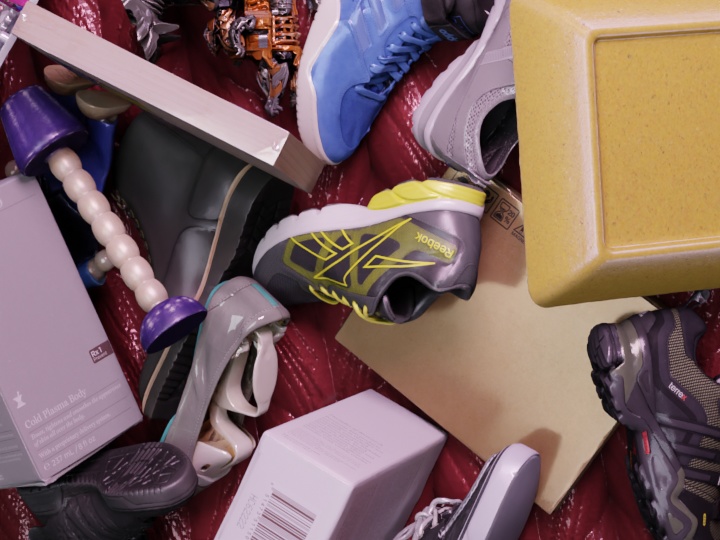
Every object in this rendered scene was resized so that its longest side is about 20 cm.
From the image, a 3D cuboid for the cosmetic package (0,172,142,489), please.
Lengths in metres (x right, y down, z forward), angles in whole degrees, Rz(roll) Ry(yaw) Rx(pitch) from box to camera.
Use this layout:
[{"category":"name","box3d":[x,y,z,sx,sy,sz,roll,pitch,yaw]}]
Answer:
[{"category":"cosmetic package","box3d":[-0.249,0.042,1.378,0.090,0.107,0.202,-10,107,46]}]

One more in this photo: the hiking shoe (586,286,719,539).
[{"category":"hiking shoe","box3d":[0.223,0.115,1.278,0.100,0.076,0.202,-21,104,-2]}]

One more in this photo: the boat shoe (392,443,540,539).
[{"category":"boat shoe","box3d":[0.061,0.194,1.346,0.068,0.073,0.201,33,122,22]}]

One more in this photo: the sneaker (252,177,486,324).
[{"category":"sneaker","box3d":[0.000,0.000,1.324,0.199,0.074,0.086,-21,62,40]}]

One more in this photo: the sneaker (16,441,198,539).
[{"category":"sneaker","box3d":[-0.175,0.183,1.398,0.198,0.060,0.105,-6,120,39]}]

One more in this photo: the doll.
[{"category":"doll","box3d":[-0.223,-0.047,1.435,0.136,0.048,0.202,36,121,35]}]

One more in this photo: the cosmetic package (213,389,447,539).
[{"category":"cosmetic package","box3d":[-0.019,0.150,1.305,0.071,0.200,0.102,29,103,16]}]

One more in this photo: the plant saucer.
[{"category":"plant saucer","box3d":[0.198,-0.084,1.227,0.198,0.048,0.202,-6,95,-17]}]

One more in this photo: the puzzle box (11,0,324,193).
[{"category":"puzzle box","box3d":[-0.125,-0.113,1.299,0.199,0.133,0.026,27,90,10]}]

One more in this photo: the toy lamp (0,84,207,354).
[{"category":"toy lamp","box3d":[-0.181,-0.039,1.338,0.058,0.058,0.201,-39,78,18]}]

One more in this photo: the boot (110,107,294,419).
[{"category":"boot","box3d":[-0.142,-0.008,1.416,0.138,0.077,0.201,30,99,26]}]

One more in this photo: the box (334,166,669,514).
[{"category":"box","box3d":[0.101,0.043,1.347,0.199,0.021,0.164,38,106,13]}]

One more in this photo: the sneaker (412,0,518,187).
[{"category":"sneaker","box3d":[0.120,-0.142,1.286,0.201,0.074,0.082,-57,45,18]}]

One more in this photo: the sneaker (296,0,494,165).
[{"category":"sneaker","box3d":[0.031,-0.160,1.327,0.110,0.077,0.202,19,94,27]}]

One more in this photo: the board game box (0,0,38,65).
[{"category":"board game box","box3d":[-0.271,-0.155,1.382,0.026,0.200,0.201,29,106,-16]}]

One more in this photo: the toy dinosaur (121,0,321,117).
[{"category":"toy dinosaur","box3d":[-0.102,-0.202,1.380,0.135,0.102,0.201,-23,71,-3]}]

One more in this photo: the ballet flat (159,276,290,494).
[{"category":"ballet flat","box3d":[-0.098,0.100,1.380,0.063,0.067,0.202,33,120,26]}]
